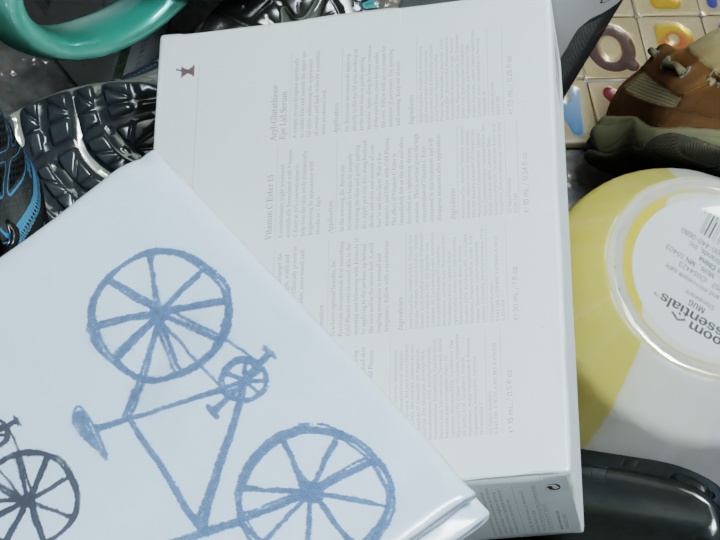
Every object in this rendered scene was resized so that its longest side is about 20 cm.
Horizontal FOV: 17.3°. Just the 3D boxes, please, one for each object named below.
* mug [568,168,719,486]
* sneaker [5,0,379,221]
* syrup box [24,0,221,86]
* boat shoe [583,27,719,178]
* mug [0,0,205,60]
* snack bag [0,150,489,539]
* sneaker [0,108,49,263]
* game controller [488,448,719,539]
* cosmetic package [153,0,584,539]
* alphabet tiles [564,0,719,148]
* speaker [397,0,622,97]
[{"bbox_3d":[0.093,0.040,0.921,0.185,0.153,0.150,-8,66,-20],"label":"mug"},{"bbox_3d":[-0.078,-0.050,0.969,0.199,0.086,0.078,-30,88,-5],"label":"sneaker"},{"bbox_3d":[-0.049,-0.158,1.027,0.199,0.079,0.082,-32,75,-28],"label":"syrup box"},{"bbox_3d":[0.151,-0.067,0.967,0.075,0.200,0.074,25,88,-18],"label":"boat shoe"},{"bbox_3d":[-0.067,-0.171,0.907,0.114,0.185,0.153,36,25,-44],"label":"mug"},{"bbox_3d":[-0.090,0.074,0.772,0.199,0.021,0.189,-37,60,-15],"label":"snack bag"},{"bbox_3d":[-0.143,-0.031,0.827,0.073,0.200,0.082,-33,85,3],"label":"sneaker"},{"bbox_3d":[0.031,0.094,0.845,0.198,0.042,0.105,7,38,19],"label":"game controller"},{"bbox_3d":[0.000,0.000,0.844,0.149,0.052,0.201,-4,58,8],"label":"cosmetic package"},{"bbox_3d":[0.156,-0.133,1.117,0.198,0.008,0.168,-3,63,-17],"label":"alphabet tiles"},{"bbox_3d":[0.055,-0.102,0.956,0.080,0.200,0.082,7,61,-12],"label":"speaker"}]
